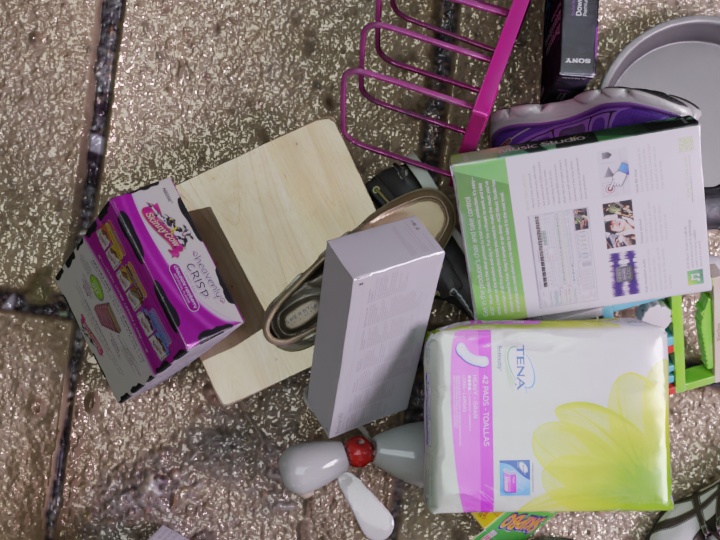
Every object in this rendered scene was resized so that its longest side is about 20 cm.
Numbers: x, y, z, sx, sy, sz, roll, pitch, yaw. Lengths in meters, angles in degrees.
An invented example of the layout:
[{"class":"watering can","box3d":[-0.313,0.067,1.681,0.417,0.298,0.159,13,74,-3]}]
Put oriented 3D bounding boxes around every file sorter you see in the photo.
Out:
[{"class":"file sorter","box3d":[0.071,-0.203,0.884,0.125,0.139,0.201,20,70,4]}]

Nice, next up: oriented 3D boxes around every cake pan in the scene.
[{"class":"cake pan","box3d":[0.316,-0.136,0.948,0.199,0.037,0.201,0,87,1]}]

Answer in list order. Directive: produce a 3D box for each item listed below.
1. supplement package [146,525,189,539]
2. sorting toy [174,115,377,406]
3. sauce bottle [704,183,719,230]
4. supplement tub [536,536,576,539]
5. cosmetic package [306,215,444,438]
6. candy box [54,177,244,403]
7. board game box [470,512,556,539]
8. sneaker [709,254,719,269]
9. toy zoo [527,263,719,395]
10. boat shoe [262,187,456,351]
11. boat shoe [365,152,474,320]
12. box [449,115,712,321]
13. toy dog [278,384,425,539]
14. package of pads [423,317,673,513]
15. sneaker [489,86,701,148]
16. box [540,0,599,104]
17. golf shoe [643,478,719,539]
[{"class":"supplement package","box3d":[-0.127,0.332,0.896,0.200,0.114,0.110,29,89,2]},{"class":"sorting toy","box3d":[-0.073,-0.008,0.936,0.198,0.070,0.201,-25,86,0]},{"class":"sauce bottle","box3d":[0.226,-0.050,0.879,0.199,0.065,0.065,-3,87,6]},{"class":"supplement tub","box3d":[0.180,0.302,0.846,0.122,0.200,0.123,0,87,1]},{"class":"cosmetic package","box3d":[0.007,0.050,0.834,0.082,0.200,0.051,-18,51,-25]},{"class":"candy box","box3d":[-0.188,0.024,0.874,0.061,0.200,0.137,-25,85,-35]},{"class":"board game box","box3d":[0.179,0.183,0.907,0.200,0.096,0.030,-42,56,-2]},{"class":"sneaker","box3d":[0.234,-0.020,0.929,0.199,0.075,0.087,6,81,1]},{"class":"toy zoo","box3d":[0.227,0.074,0.907,0.199,0.020,0.131,-16,127,2]},{"class":"boat shoe","box3d":[0.000,0.000,0.866,0.200,0.065,0.072,-36,86,-1]},{"class":"boat shoe","box3d":[0.074,-0.009,0.934,0.060,0.072,0.202,-30,79,3]},{"class":"box","box3d":[0.182,-0.040,0.835,0.199,0.036,0.145,-9,110,5]},{"class":"toy dog","box3d":[0.032,0.180,0.913,0.199,0.132,0.097,6,125,6]},{"class":"package of pads","box3d":[0.151,0.116,0.830,0.199,0.068,0.155,0,87,-2]},{"class":"sneaker","box3d":[0.207,-0.113,0.900,0.200,0.080,0.084,-6,87,44]},{"class":"box","box3d":[0.188,-0.255,0.906,0.036,0.143,0.201,2,87,4]},{"class":"golf shoe","box3d":[0.329,0.226,0.900,0.078,0.094,0.200,43,90,2]}]
